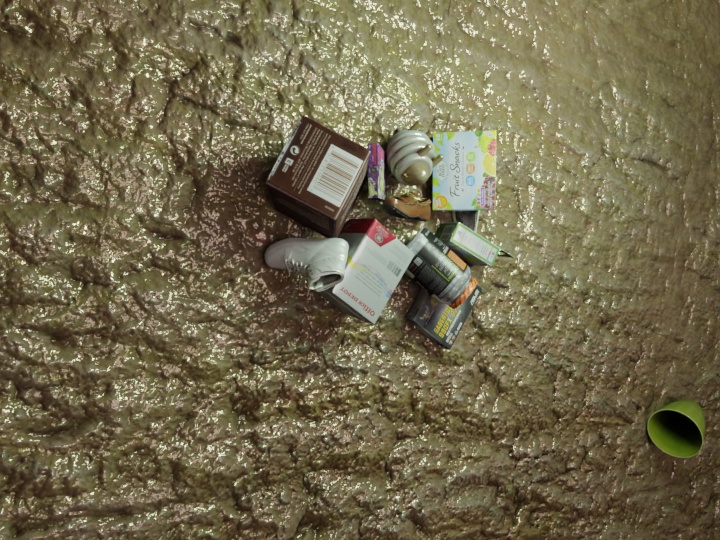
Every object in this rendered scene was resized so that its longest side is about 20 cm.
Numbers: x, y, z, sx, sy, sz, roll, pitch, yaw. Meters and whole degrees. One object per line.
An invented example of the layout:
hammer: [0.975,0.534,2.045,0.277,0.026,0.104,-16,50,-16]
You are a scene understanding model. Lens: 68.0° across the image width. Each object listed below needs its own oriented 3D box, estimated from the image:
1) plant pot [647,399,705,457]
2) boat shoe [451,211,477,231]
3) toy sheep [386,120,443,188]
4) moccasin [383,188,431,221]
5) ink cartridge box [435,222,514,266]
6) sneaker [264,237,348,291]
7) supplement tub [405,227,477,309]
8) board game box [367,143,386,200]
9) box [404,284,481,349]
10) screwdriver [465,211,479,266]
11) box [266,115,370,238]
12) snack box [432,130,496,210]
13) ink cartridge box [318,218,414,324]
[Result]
plant pot: [1.221,0.574,2.027,0.198,0.185,0.191,-20,104,-42]
boat shoe: [0.296,-0.193,1.480,0.072,0.064,0.204,-15,102,-28]
toy sheep: [0.126,-0.289,1.328,0.136,0.138,0.202,16,43,-29]
moccasin: [0.123,-0.169,1.344,0.200,0.073,0.079,1,103,-50]
ink cartridge box: [0.308,-0.059,1.455,0.198,0.104,0.060,28,84,-17]
sneaker: [-0.126,-0.010,1.181,0.074,0.196,0.117,73,15,-46]
supplement tub: [0.196,-0.003,1.371,0.200,0.123,0.123,42,73,1]
board game box: [0.041,-0.229,1.271,0.032,0.200,0.122,-4,96,9]
box: [0.233,0.091,1.478,0.158,0.048,0.202,39,75,-27]
screwdriver: [0.327,-0.112,1.525,0.029,0.028,0.204,2,97,-58]
box: [-0.088,-0.191,1.156,0.162,0.200,0.168,27,79,1]
snack box: [0.274,-0.261,1.413,0.165,0.068,0.204,1,94,12]
ink cartridge box: [0.000,0.000,1.282,0.145,0.144,0.202,39,75,-27]
